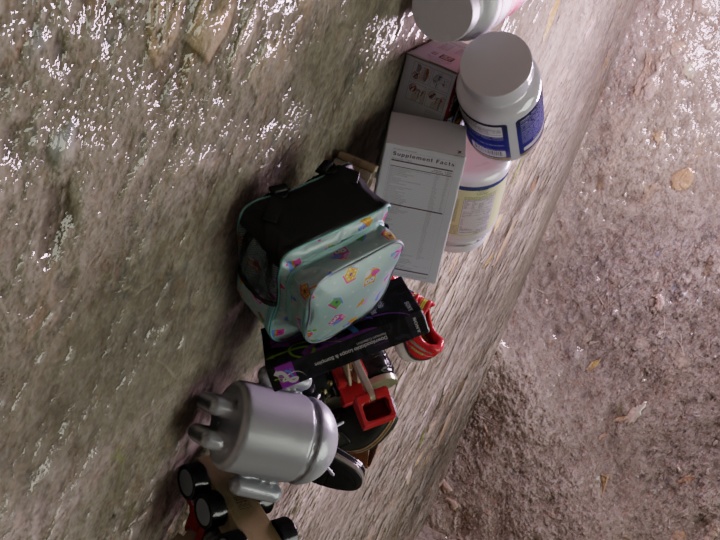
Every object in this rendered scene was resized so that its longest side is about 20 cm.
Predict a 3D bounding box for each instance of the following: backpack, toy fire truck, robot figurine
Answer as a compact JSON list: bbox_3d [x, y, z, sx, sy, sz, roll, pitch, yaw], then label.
[{"bbox_3d":[-0.053,-0.005,1.135,0.176,0.153,0.200,-31,162,-30],"label":"backpack"},{"bbox_3d":[-0.196,0.364,1.262,0.128,0.176,0.200,-6,132,-38],"label":"toy fire truck"},{"bbox_3d":[-0.112,0.204,1.219,0.113,0.200,0.170,12,-96,63],"label":"robot figurine"},{"bbox_3d":[-0.016,0.136,1.393,0.049,0.200,0.141,-18,165,-13],"label":"toy fire truck"}]

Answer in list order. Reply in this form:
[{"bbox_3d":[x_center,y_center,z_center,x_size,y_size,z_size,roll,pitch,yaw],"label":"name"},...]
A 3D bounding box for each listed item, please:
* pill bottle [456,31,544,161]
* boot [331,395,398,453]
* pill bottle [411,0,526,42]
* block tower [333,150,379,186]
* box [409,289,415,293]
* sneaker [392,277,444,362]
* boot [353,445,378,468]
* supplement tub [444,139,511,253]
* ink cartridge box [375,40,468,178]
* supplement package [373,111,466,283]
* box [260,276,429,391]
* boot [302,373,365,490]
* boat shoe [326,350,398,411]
[{"bbox_3d":[0.192,-0.236,1.323,0.116,0.116,0.200,-61,163,-9],"label":"pill bottle"},{"bbox_3d":[-0.055,0.241,1.455,0.200,0.078,0.138,-32,152,27],"label":"boot"},{"bbox_3d":[0.149,-0.372,1.286,0.200,0.112,0.112,-44,155,-49],"label":"pill bottle"},{"bbox_3d":[-0.042,-0.055,1.267,0.054,0.058,0.200,-37,150,-81],"label":"block tower"},{"bbox_3d":[0.016,0.100,1.615,0.200,0.064,0.070,-46,157,-45],"label":"box"},{"bbox_3d":[0.078,0.052,1.568,0.085,0.200,0.077,-19,-167,40],"label":"sneaker"},{"bbox_3d":[-0.049,0.284,1.591,0.077,0.155,0.200,-21,135,-67],"label":"boot"},{"bbox_3d":[0.172,-0.140,1.654,0.145,0.145,0.200,-52,161,-34],"label":"supplement tub"},{"bbox_3d":[0.114,-0.235,1.437,0.176,0.084,0.200,-42,152,-53],"label":"ink cartridge box"},{"bbox_3d":[0.074,-0.101,1.346,0.110,0.113,0.200,-80,-179,-58],"label":"supplement package"},{"bbox_3d":[-0.024,0.074,1.203,0.143,0.200,0.036,-118,-172,-72],"label":"box"},{"bbox_3d":[-0.062,0.210,1.369,0.154,0.203,0.074,-52,161,-47],"label":"boot"},{"bbox_3d":[-0.041,0.183,1.507,0.201,0.063,0.074,-27,155,13],"label":"boat shoe"}]
